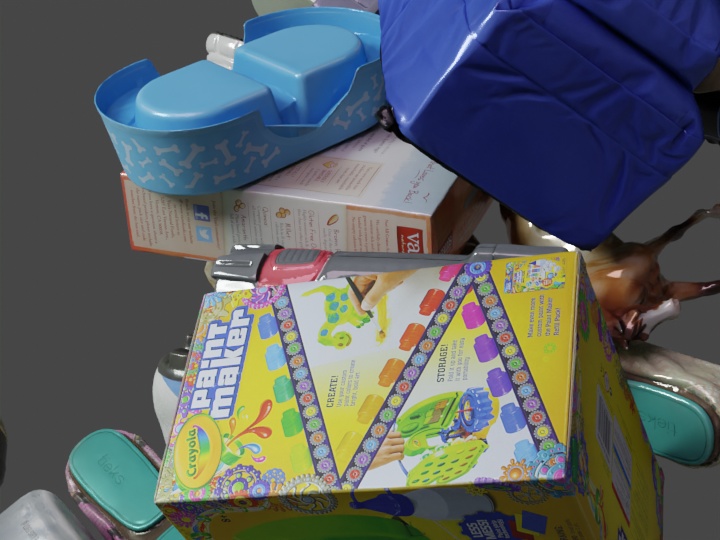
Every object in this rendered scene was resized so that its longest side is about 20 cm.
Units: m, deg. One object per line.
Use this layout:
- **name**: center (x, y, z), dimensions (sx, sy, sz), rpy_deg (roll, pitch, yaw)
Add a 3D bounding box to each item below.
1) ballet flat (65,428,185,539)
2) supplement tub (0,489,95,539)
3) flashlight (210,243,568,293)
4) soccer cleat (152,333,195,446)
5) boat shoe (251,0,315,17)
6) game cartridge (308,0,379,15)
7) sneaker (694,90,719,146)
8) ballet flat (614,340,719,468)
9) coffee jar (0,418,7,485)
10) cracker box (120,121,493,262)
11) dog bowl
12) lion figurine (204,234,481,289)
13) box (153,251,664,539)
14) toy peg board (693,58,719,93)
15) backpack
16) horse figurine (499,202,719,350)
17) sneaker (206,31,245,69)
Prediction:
- **ballet flat**: center (-0.102, 0.159, 0.850), dimensions (0.069, 0.071, 0.200), rpy_deg (-39, 40, -16)
- **supplement tub**: center (-0.213, 0.224, 0.812), dimensions (0.200, 0.123, 0.122), rpy_deg (-40, 46, -10)
- **flashlight**: center (0.017, 0.021, 0.827), dimensions (0.199, 0.068, 0.068), rpy_deg (3, 76, 19)
- **soccer cleat**: center (-0.025, 0.087, 0.887), dimensions (0.199, 0.087, 0.070), rpy_deg (4, 19, 15)
- **boat shoe**: center (0.008, -0.187, 1.110), dimensions (0.200, 0.070, 0.072), rpy_deg (24, 54, 33)
- **game cartridge**: center (0.068, -0.142, 0.997), dimensions (0.200, 0.038, 0.130), rpy_deg (36, 65, 11)
- **sneaker**: center (0.246, -0.086, 0.904), dimensions (0.070, 0.078, 0.200), rpy_deg (-16, 13, -31)
- **ballet flat**: center (0.131, 0.058, 0.850), dimensions (0.199, 0.068, 0.062), rpy_deg (24, 35, 34)
- **coffee jar**: center (-0.293, 0.072, 1.006), dimensions (0.104, 0.085, 0.200), rpy_deg (-23, 46, 5)
- **cracker box**: center (-0.027, -0.053, 0.923), dimensions (0.199, 0.058, 0.134), rpy_deg (8, 32, 20)
- **dog bowl**: center (-0.063, -0.102, 0.905), dimensions (0.200, 0.050, 0.111), rpy_deg (-27, 38, -33)
- **lion figurine**: center (0.000, 0.000, 0.954), dimensions (0.199, 0.073, 0.123), rpy_deg (-8, 37, 0)
- **box**: center (0.036, 0.107, 0.742), dimensions (0.192, 0.200, 0.122), rpy_deg (-7, 50, 21)
- **toy peg board**: center (0.297, -0.189, 0.877), dimensions (0.198, 0.098, 0.200), rpy_deg (-8, 16, 24)
- **backpack**: center (0.107, -0.137, 0.849), dimensions (0.168, 0.162, 0.200), rpy_deg (-43, 28, 20)
- **horse figurine**: center (0.143, -0.020, 0.885), dimensions (0.132, 0.050, 0.200), rpy_deg (-24, 40, -21)
- **sneaker**: center (-0.034, -0.104, 1.062), dimensions (0.199, 0.074, 0.080), rpy_deg (21, 92, 31)
